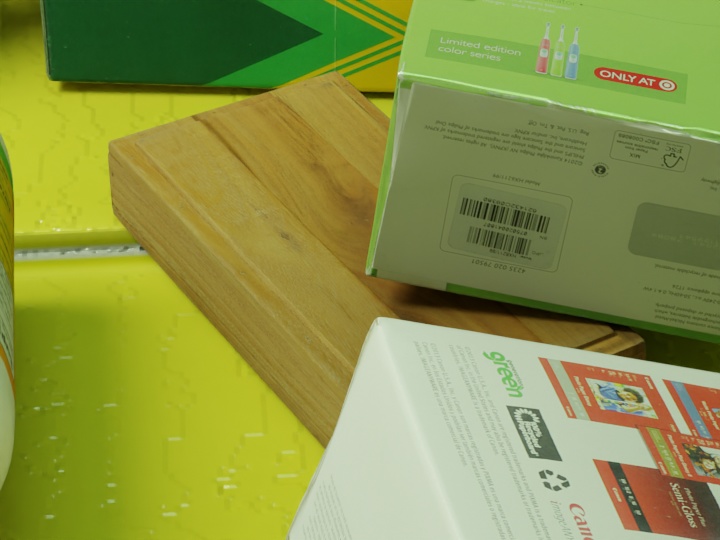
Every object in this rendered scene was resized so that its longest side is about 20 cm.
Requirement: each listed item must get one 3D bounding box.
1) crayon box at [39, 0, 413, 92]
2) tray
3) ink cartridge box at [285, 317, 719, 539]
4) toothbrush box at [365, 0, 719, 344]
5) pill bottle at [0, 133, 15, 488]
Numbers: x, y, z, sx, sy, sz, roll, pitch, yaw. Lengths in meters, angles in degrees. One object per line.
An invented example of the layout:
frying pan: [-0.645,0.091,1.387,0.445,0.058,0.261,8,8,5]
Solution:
crayon box: [-0.036,-0.151,1.019,0.171,0.059,0.201,1,36,2]
tray: [0.000,0.000,0.827,0.098,0.037,0.200,-19,41,-24]
ink cartridge box: [0.092,0.113,0.608,0.174,0.084,0.200,9,32,-21]
toothbrush box: [0.090,-0.076,0.822,0.145,0.086,0.201,10,40,1]
pill bottle: [-0.161,0.024,0.728,0.110,0.112,0.201,-4,36,-5]
